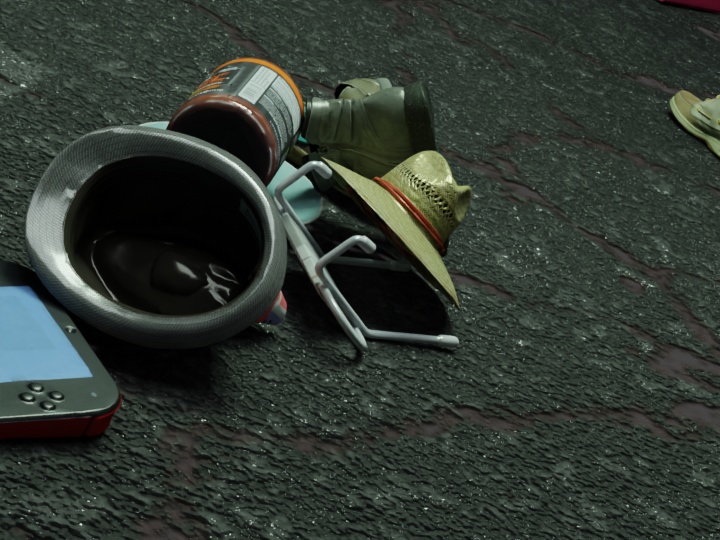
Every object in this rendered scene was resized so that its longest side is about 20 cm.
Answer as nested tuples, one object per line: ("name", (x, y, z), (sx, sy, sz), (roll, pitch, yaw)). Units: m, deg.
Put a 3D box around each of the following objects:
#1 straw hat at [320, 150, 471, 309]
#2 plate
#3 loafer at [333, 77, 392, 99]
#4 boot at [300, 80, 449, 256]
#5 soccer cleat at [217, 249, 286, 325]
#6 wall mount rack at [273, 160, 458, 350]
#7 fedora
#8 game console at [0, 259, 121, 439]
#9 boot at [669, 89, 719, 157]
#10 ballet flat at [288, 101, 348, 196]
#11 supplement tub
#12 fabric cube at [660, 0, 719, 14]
("straw hat", (0.055, -0.062, 1.536), (0.201, 0.085, 0.201), (48, -1, 1))
("plate", (-0.132, -0.085, 1.604), (0.199, 0.026, 0.200), (19, 23, -8))
("loafer", (0.006, -0.161, 1.854), (0.069, 0.076, 0.200), (6, 21, -10))
("boot", (0.015, -0.094, 1.634), (0.130, 0.201, 0.068), (-9, 37, 8))
("soccer cleat", (-0.144, -0.013, 1.409), (0.200, 0.067, 0.076), (31, -8, 32))
("wall mount rack", (0.000, 0.000, 1.481), (0.174, 0.074, 0.200), (52, 6, -43))
("fedora", (-0.154, -0.012, 1.296), (0.199, 0.090, 0.178), (17, 63, 2))
("game console", (-0.275, 0.050, 1.168), (0.176, 0.031, 0.200), (4, 29, -38))
("boot", (0.538, -0.253, 2.430), (0.072, 0.155, 0.200), (9, 27, -30))
("ballet flat", (-0.033, -0.122, 1.737), (0.200, 0.071, 0.071), (34, 25, 22))
("supplement tub", (-0.112, -0.135, 1.565), (0.106, 0.107, 0.200), (23, 22, 0))
("fabric cube", (0.632, -0.642, 3.313), (0.199, 0.197, 0.200), (2, 30, -43))
